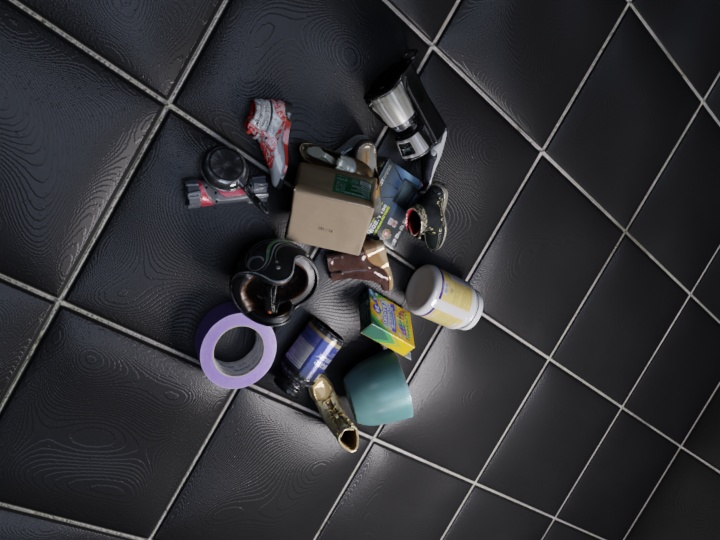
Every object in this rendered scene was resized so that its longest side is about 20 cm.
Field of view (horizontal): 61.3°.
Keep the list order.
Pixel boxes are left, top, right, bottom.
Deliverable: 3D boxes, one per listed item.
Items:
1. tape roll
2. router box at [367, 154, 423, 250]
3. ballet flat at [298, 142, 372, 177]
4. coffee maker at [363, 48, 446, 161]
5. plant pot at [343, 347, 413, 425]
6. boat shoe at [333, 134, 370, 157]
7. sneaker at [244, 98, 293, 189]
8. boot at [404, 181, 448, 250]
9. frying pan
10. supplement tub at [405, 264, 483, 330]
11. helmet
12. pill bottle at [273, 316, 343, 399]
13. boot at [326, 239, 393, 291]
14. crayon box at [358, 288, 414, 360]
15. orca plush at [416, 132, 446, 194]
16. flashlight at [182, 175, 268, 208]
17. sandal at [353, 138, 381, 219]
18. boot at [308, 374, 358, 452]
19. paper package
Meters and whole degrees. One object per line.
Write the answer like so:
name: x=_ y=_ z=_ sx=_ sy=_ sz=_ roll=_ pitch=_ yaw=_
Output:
tape roll: x=-0.317 y=0.189 z=1.542 sx=0.195 sy=0.085 sz=0.206 roll=-8 pitch=110 yaw=-24
router box: x=0.071 y=-0.179 z=1.621 sx=0.148 sy=0.062 sz=0.204 roll=26 pitch=94 yaw=-29
ballet flat: x=-0.066 y=-0.262 z=1.460 sx=0.196 sy=0.072 sz=0.069 roll=26 pitch=87 yaw=14
coffee maker: x=0.131 y=-0.414 z=1.532 sx=0.192 sy=0.134 sz=0.201 roll=-43 pitch=120 yaw=-8
plant pot: x=0.041 y=0.341 z=1.712 sx=0.157 sy=0.201 sz=0.206 roll=-17 pitch=114 yaw=-8
boat shoe: x=-0.048 y=-0.268 z=1.528 sx=0.200 sy=0.071 sz=0.071 roll=-42 pitch=120 yaw=-8
sneaker: x=-0.224 y=-0.301 z=1.436 sx=0.105 sy=0.067 sz=0.208 roll=3 pitch=102 yaw=-25
boot: x=0.173 y=-0.119 z=1.637 sx=0.153 sy=0.072 sz=0.208 roll=-42 pitch=143 yaw=-42
frying pan: x=-0.296 y=-0.205 z=1.398 sx=0.113 sy=0.031 sz=0.194 roll=-22 pitch=81 yaw=-29
supplement tub: x=0.243 y=0.082 z=1.745 sx=0.196 sy=0.145 sz=0.149 roll=23 pitch=96 yaw=-30
helmet: x=-0.206 y=0.018 z=1.477 sx=0.192 sy=0.195 sz=0.205 roll=-54 pitch=133 yaw=-51
pill bottle: x=-0.142 y=0.237 z=1.628 sx=0.111 sy=0.112 sz=0.202 roll=36 pitch=90 yaw=-30
boot: x=0.000 y=0.000 z=1.651 sx=0.162 sy=0.074 sz=0.203 roll=-15 pitch=138 yaw=2
crayon box: x=0.083 y=0.151 z=1.699 sx=0.198 sy=0.128 sz=0.051 roll=32 pitch=126 yaw=-31
orca plush: x=0.172 y=-0.298 z=1.612 sx=0.069 sy=0.105 sz=0.206 roll=13 pitch=77 yaw=13
flashlight: x=-0.316 y=-0.191 z=1.430 sx=0.195 sy=0.068 sz=0.070 roll=-12 pitch=75 yaw=-25
sandal: x=0.023 y=-0.222 z=1.513 sx=0.080 sy=0.054 sz=0.206 roll=-12 pitch=116 yaw=-24
boot: x=-0.074 y=0.395 z=1.688 sx=0.071 sy=0.155 sz=0.205 roll=-25 pitch=116 yaw=-15
paper package: x=-0.073 y=-0.146 z=1.459 sx=0.194 sy=0.106 sz=0.192 roll=12 pitch=144 yaw=-6
